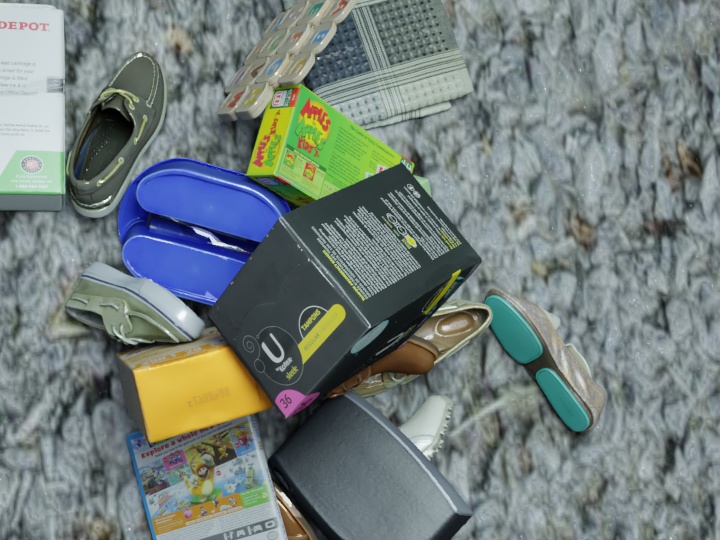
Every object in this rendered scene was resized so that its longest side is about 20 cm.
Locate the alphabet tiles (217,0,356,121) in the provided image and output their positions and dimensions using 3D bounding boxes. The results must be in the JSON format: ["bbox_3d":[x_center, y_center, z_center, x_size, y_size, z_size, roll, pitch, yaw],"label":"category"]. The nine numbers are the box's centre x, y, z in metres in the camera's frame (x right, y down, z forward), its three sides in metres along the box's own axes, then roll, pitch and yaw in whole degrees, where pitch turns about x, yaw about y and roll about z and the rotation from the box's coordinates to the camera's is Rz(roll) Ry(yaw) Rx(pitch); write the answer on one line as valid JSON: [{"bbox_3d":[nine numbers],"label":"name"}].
[{"bbox_3d":[-0.081,-0.246,1.234,0.015,0.195,0.201,40,76,-26],"label":"alphabet tiles"}]

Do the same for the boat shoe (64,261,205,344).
[{"bbox_3d":[-0.231,0.046,1.158,0.062,0.198,0.072,-55,130,-17],"label":"boat shoe"}]

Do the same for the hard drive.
[{"bbox_3d":[0.007,0.225,1.190,0.135,0.042,0.200,-44,70,-9],"label":"hard drive"}]

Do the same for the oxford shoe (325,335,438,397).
[{"bbox_3d":[-0.013,0.100,1.189,0.196,0.072,0.072,3,63,-12],"label":"oxford shoe"}]

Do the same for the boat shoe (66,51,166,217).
[{"bbox_3d":[-0.260,-0.157,1.225,0.071,0.061,0.205,15,65,4],"label":"boat shoe"}]

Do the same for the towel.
[{"bbox_3d":[0.020,-0.269,1.352,0.197,0.035,0.196,-17,82,-14],"label":"towel"}]

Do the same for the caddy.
[{"bbox_3d":[-0.165,-0.040,1.224,0.197,0.105,0.144,15,96,-6],"label":"caddy"}]

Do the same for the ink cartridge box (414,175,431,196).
[{"bbox_3d":[0.000,0.000,1.232,0.199,0.048,0.148,-31,124,-32],"label":"ink cartridge box"}]

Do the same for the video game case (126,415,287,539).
[{"bbox_3d":[-0.155,0.250,1.186,0.141,0.018,0.203,-18,85,13],"label":"video game case"}]

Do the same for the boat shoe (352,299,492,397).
[{"bbox_3d":[0.055,0.082,1.279,0.198,0.063,0.074,-27,88,-16],"label":"boat shoe"}]

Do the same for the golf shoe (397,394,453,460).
[{"bbox_3d":[0.023,0.202,1.247,0.097,0.078,0.201,38,72,1],"label":"golf shoe"}]

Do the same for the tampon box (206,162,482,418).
[{"bbox_3d":[-0.012,0.015,1.058,0.127,0.150,0.199,49,39,11],"label":"tampon box"}]

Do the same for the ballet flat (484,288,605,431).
[{"bbox_3d":[0.218,0.093,1.327,0.067,0.068,0.201,-38,97,-36],"label":"ballet flat"}]

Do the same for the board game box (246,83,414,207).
[{"bbox_3d":[-0.029,-0.111,1.246,0.199,0.047,0.103,29,70,-44],"label":"board game box"}]

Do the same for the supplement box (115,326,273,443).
[{"bbox_3d":[-0.172,0.108,1.142,0.124,0.200,0.075,-15,94,-17],"label":"supplement box"}]

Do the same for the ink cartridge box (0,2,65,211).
[{"bbox_3d":[-0.383,-0.171,1.198,0.143,0.084,0.204,0,80,-14],"label":"ink cartridge box"}]

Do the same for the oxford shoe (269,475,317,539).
[{"bbox_3d":[-0.081,0.288,1.207,0.071,0.071,0.202,-33,89,-8],"label":"oxford shoe"}]
